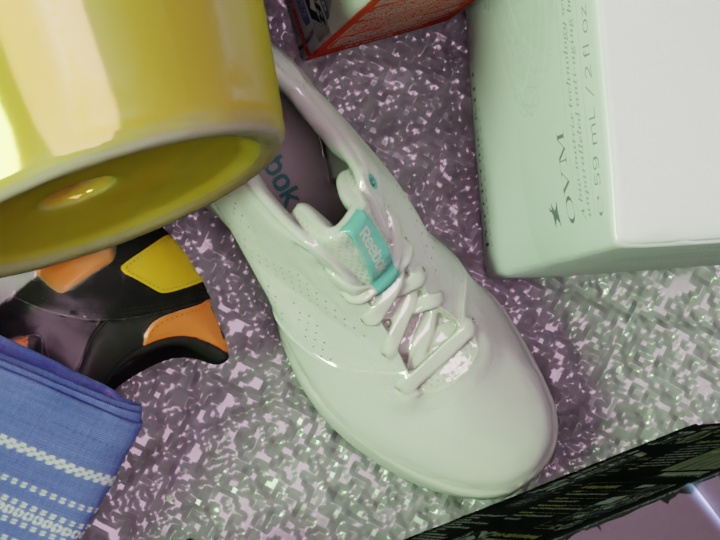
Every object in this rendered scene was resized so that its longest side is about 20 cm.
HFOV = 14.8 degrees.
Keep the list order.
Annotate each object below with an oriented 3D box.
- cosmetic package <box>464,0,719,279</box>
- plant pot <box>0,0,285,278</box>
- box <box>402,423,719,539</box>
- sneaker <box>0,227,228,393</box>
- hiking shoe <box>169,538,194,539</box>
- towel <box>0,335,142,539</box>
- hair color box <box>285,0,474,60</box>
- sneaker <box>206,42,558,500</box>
[{"bbox_3d":[0.109,-0.103,0.942,0.123,0.200,0.199,-4,87,-8],"label":"cosmetic package"},{"bbox_3d":[-0.117,-0.105,0.888,0.201,0.201,0.189,-18,80,-11],"label":"plant pot"},{"bbox_3d":[0.083,0.115,0.924,0.164,0.200,0.086,-21,89,-11],"label":"box"},{"bbox_3d":[-0.135,0.055,0.955,0.200,0.070,0.090,-39,91,-12],"label":"sneaker"},{"bbox_3d":[-0.045,0.191,0.970,0.101,0.076,0.200,1,96,-18],"label":"hiking shoe"},{"bbox_3d":[-0.177,0.101,0.921,0.145,0.024,0.200,26,102,-31],"label":"towel"},{"bbox_3d":[0.005,-0.141,0.926,0.064,0.200,0.111,-17,89,-11],"label":"hair color box"},{"bbox_3d":[0.000,0.000,0.973,0.075,0.088,0.200,-40,94,-11],"label":"sneaker"}]
